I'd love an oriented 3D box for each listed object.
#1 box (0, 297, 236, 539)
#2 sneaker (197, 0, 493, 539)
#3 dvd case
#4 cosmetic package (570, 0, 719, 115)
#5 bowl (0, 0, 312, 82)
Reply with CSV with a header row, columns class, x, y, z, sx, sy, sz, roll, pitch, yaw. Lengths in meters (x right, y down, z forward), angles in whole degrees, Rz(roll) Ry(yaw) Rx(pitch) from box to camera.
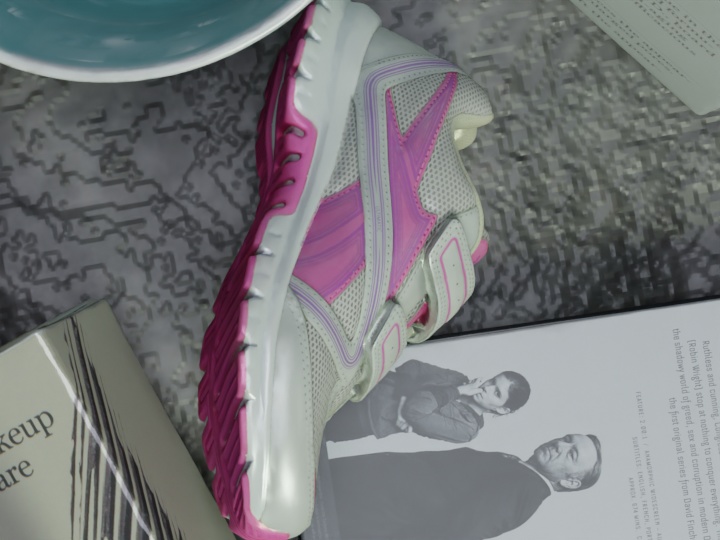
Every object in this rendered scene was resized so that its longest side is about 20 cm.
class,x,y,z,sx,sy,sz,roll,pitch,yaw
box,-0.083,0.118,0.783,0.082,0.068,0.201,-30,91,16
sneaker,0.000,0.000,0.781,0.088,0.081,0.201,16,73,-10
dvd case,0.076,0.093,0.826,0.199,0.025,0.151,-8,89,-4
cosmetic package,0.127,-0.170,0.746,0.165,0.200,0.165,41,86,-3
bowl,-0.074,-0.162,0.769,0.199,0.105,0.202,0,91,7
